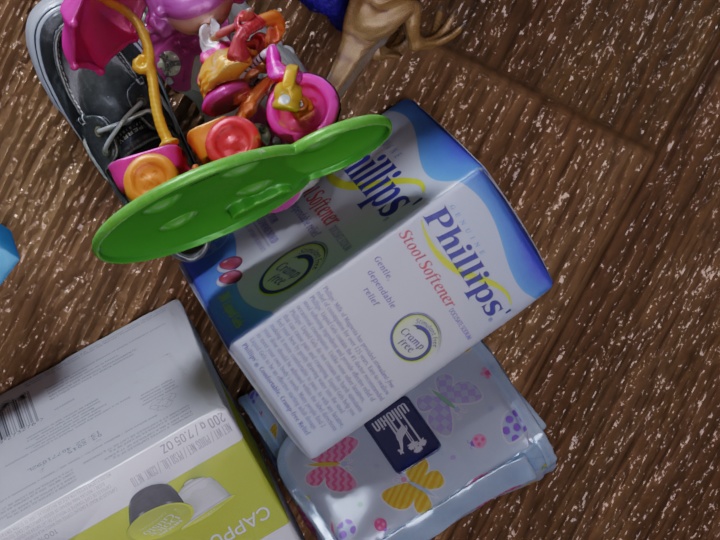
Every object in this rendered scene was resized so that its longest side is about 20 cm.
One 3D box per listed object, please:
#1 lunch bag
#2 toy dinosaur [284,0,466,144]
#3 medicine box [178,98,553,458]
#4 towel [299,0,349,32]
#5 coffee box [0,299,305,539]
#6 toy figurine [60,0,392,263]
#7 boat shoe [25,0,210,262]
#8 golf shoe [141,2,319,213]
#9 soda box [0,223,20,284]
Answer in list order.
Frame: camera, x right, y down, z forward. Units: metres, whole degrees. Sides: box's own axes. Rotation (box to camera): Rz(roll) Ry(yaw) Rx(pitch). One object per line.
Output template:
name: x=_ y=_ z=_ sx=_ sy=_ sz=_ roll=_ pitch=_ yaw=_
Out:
lunch bag: x=0.027 y=0.115 z=1.536 sx=0.169 sy=0.200 sz=0.128 roll=-31 pitch=118 yaw=-3
toy dinosaur: x=0.007 y=-0.162 z=1.490 sx=0.106 sy=0.060 sz=0.201 roll=20 pitch=97 yaw=-50
medicine box: x=0.000 y=0.000 z=1.501 sx=0.199 sy=0.182 sz=0.103 roll=-36 pitch=114 yaw=-1
towel: x=-0.005 y=-0.273 z=1.475 sx=0.147 sy=0.050 sz=0.200 roll=33 pitch=97 yaw=-27
coffee box: x=-0.150 y=0.178 z=1.512 sx=0.199 sy=0.200 sz=0.199 roll=-29 pitch=114 yaw=-4
toy figurine: x=-0.105 y=-0.129 z=1.399 sx=0.199 sy=0.150 sz=0.185 roll=-24 pitch=78 yaw=3
boat shoe: x=-0.148 y=-0.094 z=1.489 sx=0.072 sy=0.071 sz=0.201 roll=-35 pitch=113 yaw=-1
golf shoe: x=-0.082 y=-0.138 z=1.500 sx=0.075 sy=0.091 sz=0.201 roll=-20 pitch=97 yaw=35
soda box: x=-0.321 y=-0.046 z=1.462 sx=0.200 sy=0.064 sz=0.068 roll=37 pitch=96 yaw=-24
